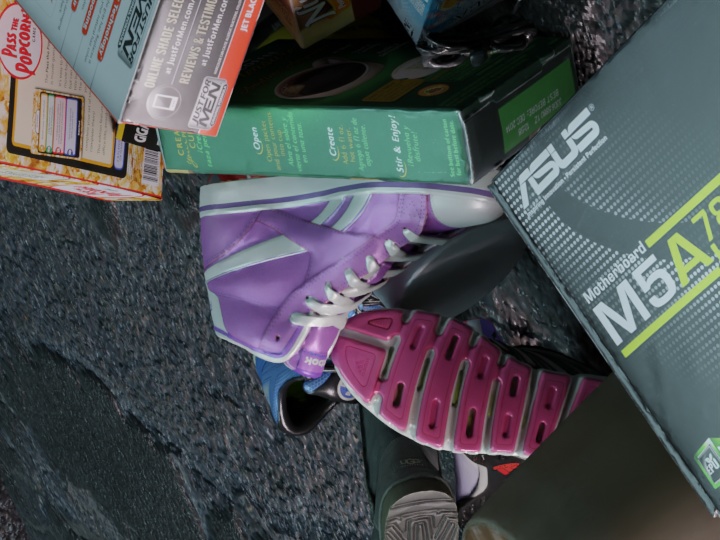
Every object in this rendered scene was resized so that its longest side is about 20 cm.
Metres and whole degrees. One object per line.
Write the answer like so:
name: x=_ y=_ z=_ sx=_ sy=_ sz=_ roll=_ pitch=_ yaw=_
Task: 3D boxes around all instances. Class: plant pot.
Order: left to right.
plant pot: x=0.154 y=0.137 z=1.092 sx=0.200 sy=0.173 sz=0.200 roll=49 pitch=155 yaw=33

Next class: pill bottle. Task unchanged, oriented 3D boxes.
pill bottle: x=0.006 y=-0.069 z=1.277 sx=0.200 sy=0.114 sz=0.114 roll=52 pitch=158 yaw=25

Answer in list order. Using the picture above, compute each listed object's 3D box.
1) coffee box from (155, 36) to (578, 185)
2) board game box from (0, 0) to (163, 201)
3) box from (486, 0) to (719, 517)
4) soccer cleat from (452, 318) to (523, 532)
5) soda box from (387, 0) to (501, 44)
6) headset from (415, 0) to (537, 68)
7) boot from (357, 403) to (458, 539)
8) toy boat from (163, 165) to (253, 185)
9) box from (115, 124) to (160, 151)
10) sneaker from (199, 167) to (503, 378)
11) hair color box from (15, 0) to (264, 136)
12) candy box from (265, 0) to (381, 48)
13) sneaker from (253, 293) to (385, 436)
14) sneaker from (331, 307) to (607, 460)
coffee box: x=0.003 y=-0.088 z=1.138 sx=0.200 sy=0.123 sz=0.044 roll=4 pitch=115 yaw=34
board game box: x=-0.186 y=-0.128 z=1.309 sx=0.046 sy=0.200 sz=0.152 roll=0 pitch=85 yaw=26
box: x=0.171 y=-0.020 z=0.931 sx=0.193 sy=0.047 sz=0.200 roll=56 pitch=134 yaw=12
soccer cleat: x=0.089 y=0.111 z=1.398 sx=0.200 sy=0.068 sz=0.073 roll=77 pitch=-174 yaw=-53
soda box: x=0.010 y=-0.223 z=1.132 sx=0.200 sy=0.068 sz=0.064 roll=58 pitch=166 yaw=13
headset: x=0.055 y=-0.201 z=1.019 sx=0.123 sy=0.094 sz=0.200 roll=23 pitch=125 yaw=61
boot: x=0.024 y=0.143 z=1.441 sx=0.200 sy=0.072 sz=0.182 roll=-110 pitch=24 yaw=-54
toy boat: x=-0.105 y=-0.107 z=1.453 sx=0.131 sy=0.131 sz=0.200 roll=-126 pitch=25 yaw=-45
box: x=-0.097 y=-0.193 z=1.295 sx=0.160 sy=0.049 sz=0.200 roll=123 pitch=161 yaw=-65
sneaker: x=0.000 y=0.000 z=1.170 sx=0.200 sy=0.073 sz=0.115 roll=-8 pitch=80 yaw=37
hair color box: x=-0.125 y=-0.160 z=1.139 sx=0.200 sy=0.061 sz=0.102 roll=48 pitch=123 yaw=49
candy box: x=-0.067 y=-0.226 z=1.139 sx=0.200 sy=0.055 sz=0.116 roll=54 pitch=167 yaw=31
sneaker: x=-0.001 y=0.039 z=1.393 sx=0.200 sy=0.078 sz=0.089 roll=-53 pitch=35 yaw=40
sneaker: x=0.074 y=0.072 z=1.239 sx=0.087 sy=0.200 sz=0.074 roll=-177 pitch=102 yaw=-80
